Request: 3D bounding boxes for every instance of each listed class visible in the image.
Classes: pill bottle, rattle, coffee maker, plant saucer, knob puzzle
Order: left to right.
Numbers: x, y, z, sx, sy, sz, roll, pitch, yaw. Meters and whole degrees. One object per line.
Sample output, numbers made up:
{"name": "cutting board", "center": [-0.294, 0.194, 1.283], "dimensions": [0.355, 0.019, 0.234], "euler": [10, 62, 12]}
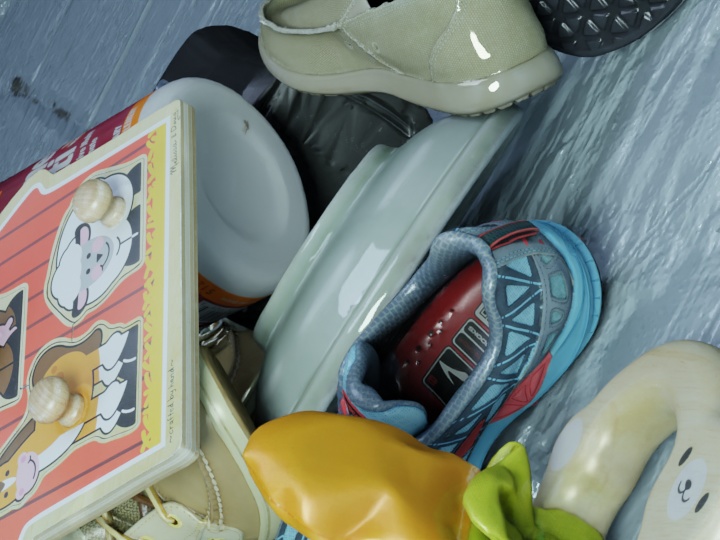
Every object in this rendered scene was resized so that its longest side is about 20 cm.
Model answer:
{"name": "knob puzzle", "center": [-0.148, 0.036, 0.929], "dimensions": [0.219, 0.030, 0.220], "euler": [-26, 50, 36]}
{"name": "pill bottle", "center": [-0.130, -0.005, 1.046], "dimensions": [0.200, 0.110, 0.110], "euler": [-26, 36, 31]}
{"name": "coffee maker", "center": [-0.035, -0.070, 1.192], "dimensions": [0.192, 0.135, 0.200], "euler": [-38, 20, -3]}
{"name": "plant saucer", "center": [0.000, 0.000, 0.974], "dimensions": [0.200, 0.050, 0.200], "euler": [-57, -2, -4]}
{"name": "rattle", "center": [0.073, 0.050, 0.688], "dimensions": [0.130, 0.143, 0.200], "euler": [-50, 6, -23]}

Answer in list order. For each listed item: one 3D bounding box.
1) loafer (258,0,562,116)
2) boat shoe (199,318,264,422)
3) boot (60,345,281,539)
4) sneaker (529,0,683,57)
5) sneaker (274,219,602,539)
{"name": "loafer", "center": [0.018, -0.119, 0.995], "dimensions": [0.200, 0.076, 0.068], "euler": [15, 122, 52]}
{"name": "boat shoe", "center": [-0.095, 0.048, 1.252], "dimensions": [0.073, 0.063, 0.201], "euler": [-60, 18, 9]}
{"name": "boot", "center": [-0.116, 0.112, 0.942], "dimensions": [0.200, 0.155, 0.073], "euler": [97, 150, -65]}
{"name": "sneaker", "center": [0.144, -0.177, 0.946], "dimensions": [0.200, 0.072, 0.083], "euler": [-51, -3, 29]}
{"name": "sneaker", "center": [0.010, 0.060, 0.861], "dimensions": [0.079, 0.095, 0.200], "euler": [36, 102, 29]}
